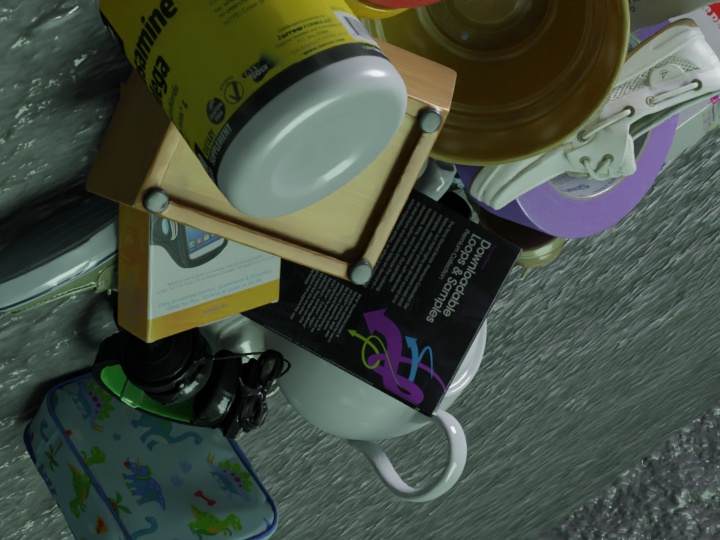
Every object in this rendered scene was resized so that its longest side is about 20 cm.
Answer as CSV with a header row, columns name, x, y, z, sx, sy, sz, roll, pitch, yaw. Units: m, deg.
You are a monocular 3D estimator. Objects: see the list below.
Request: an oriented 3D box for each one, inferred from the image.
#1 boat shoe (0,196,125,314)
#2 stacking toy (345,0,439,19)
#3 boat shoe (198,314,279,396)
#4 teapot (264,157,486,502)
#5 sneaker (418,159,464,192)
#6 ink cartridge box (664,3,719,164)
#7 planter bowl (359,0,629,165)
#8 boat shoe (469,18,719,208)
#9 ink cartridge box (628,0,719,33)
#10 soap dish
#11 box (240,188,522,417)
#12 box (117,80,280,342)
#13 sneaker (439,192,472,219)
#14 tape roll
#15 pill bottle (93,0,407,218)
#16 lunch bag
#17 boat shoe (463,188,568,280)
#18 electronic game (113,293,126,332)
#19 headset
name,x,y,z,sx,sy,sz,roll,pitch,yaw
boat shoe,-0.168,-0.016,1.228,0.200,0.072,0.062,-30,117,-20
stacking toy,0.011,-0.206,1.095,0.146,0.146,0.200,-21,175,-34
boat shoe,-0.086,0.062,1.464,0.071,0.069,0.200,-29,166,-3
teapot,0.031,0.046,1.396,0.146,0.200,0.197,-3,-139,46
sneaker,0.049,-0.080,1.461,0.200,0.073,0.072,-41,161,18
ink cartridge box,0.277,-0.179,1.537,0.200,0.116,0.067,-35,159,0
planter bowl,0.083,-0.179,1.213,0.200,0.200,0.083,-46,-168,25
boat shoe,0.172,-0.097,1.268,0.200,0.069,0.071,-35,170,5
ink cartridge box,0.290,-0.255,1.339,0.200,0.084,0.145,-25,-174,-43
soap dish,-0.051,-0.083,1.113,0.200,0.081,0.158,19,108,-25
box,0.000,0.000,1.314,0.143,0.200,0.036,-60,178,-10
box,-0.106,-0.061,1.201,0.119,0.041,0.200,-17,120,-40
sneaker,0.013,0.000,1.574,0.200,0.073,0.085,-23,154,-34
tape roll,0.163,-0.129,1.391,0.200,0.066,0.200,-17,118,-36
pill bottle,-0.073,-0.135,0.954,0.112,0.200,0.112,-31,159,-13
lunch bag,-0.172,0.175,1.482,0.161,0.200,0.082,-18,154,-42
boat shoe,0.136,-0.042,1.528,0.073,0.063,0.200,-16,-156,-1
electronic game,-0.108,-0.006,1.415,0.200,0.042,0.200,-31,160,-13
headset,-0.129,0.093,1.369,0.123,0.094,0.200,33,149,-32
